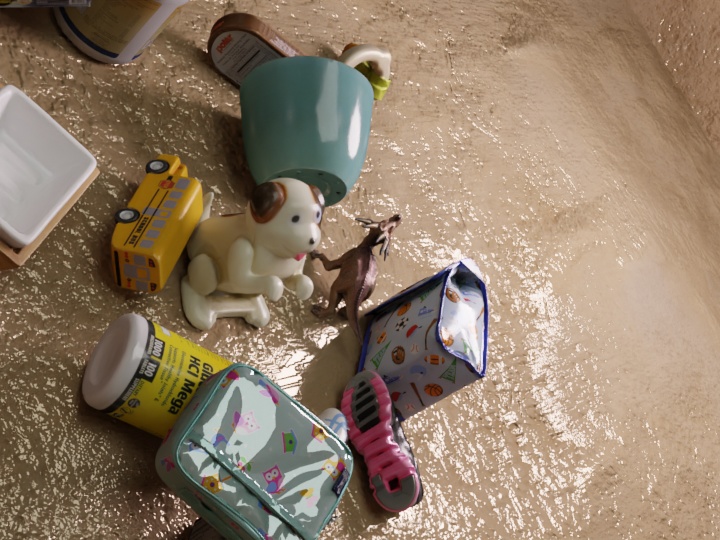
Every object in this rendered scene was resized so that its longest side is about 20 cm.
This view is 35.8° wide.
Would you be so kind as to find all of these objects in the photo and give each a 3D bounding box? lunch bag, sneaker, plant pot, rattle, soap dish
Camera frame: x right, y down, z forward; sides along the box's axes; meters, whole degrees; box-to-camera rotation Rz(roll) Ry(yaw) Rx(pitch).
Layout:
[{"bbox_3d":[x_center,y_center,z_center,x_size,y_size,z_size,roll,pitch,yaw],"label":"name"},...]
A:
[{"bbox_3d":[-0.109,0.212,1.185,0.200,0.077,0.161,42,51,-12],"label":"lunch bag"},{"bbox_3d":[0.035,0.234,1.510,0.095,0.079,0.201,33,35,-62],"label":"sneaker"},{"bbox_3d":[-0.078,-0.186,1.617,0.200,0.200,0.162,20,58,-38],"label":"plant pot"},{"bbox_3d":[0.092,0.084,1.600,0.124,0.170,0.201,42,38,-24],"label":"lunch bag"},{"bbox_3d":[-0.069,0.230,1.383,0.072,0.072,0.200,38,34,-6],"label":"sneaker"},{"bbox_3d":[-0.056,-0.335,1.870,0.199,0.130,0.143,-22,65,-27],"label":"rattle"},{"bbox_3d":[-0.407,-0.104,1.264,0.157,0.081,0.200,42,37,-15],"label":"soap dish"}]

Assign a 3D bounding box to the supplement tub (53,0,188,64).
[{"bbox_3d":[-0.309,-0.391,1.512,0.144,0.200,0.145,29,42,-30],"label":"supplement tub"}]

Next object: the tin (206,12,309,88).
[{"bbox_3d":[-0.144,-0.313,1.709,0.200,0.112,0.042,34,40,-24],"label":"tin"}]

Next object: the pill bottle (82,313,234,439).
[{"bbox_3d":[-0.203,0.138,1.266,0.199,0.112,0.113,30,42,-29],"label":"pill bottle"}]

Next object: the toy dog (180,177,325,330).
[{"bbox_3d":[-0.125,-0.037,1.426,0.139,0.200,0.195,12,53,-44],"label":"toy dog"}]

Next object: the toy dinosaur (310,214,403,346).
[{"bbox_3d":[0.000,0.000,1.592,0.086,0.135,0.201,29,43,-30],"label":"toy dinosaur"}]

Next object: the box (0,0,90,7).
[{"bbox_3d":[-0.450,-0.397,1.416,0.199,0.040,0.138,-5,60,-16],"label":"box"}]

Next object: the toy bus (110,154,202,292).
[{"bbox_3d":[-0.252,-0.063,1.391,0.078,0.065,0.201,10,41,8],"label":"toy bus"}]

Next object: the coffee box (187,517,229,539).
[{"bbox_3d":[-0.143,0.359,1.179,0.113,0.080,0.201,40,37,-17],"label":"coffee box"}]
